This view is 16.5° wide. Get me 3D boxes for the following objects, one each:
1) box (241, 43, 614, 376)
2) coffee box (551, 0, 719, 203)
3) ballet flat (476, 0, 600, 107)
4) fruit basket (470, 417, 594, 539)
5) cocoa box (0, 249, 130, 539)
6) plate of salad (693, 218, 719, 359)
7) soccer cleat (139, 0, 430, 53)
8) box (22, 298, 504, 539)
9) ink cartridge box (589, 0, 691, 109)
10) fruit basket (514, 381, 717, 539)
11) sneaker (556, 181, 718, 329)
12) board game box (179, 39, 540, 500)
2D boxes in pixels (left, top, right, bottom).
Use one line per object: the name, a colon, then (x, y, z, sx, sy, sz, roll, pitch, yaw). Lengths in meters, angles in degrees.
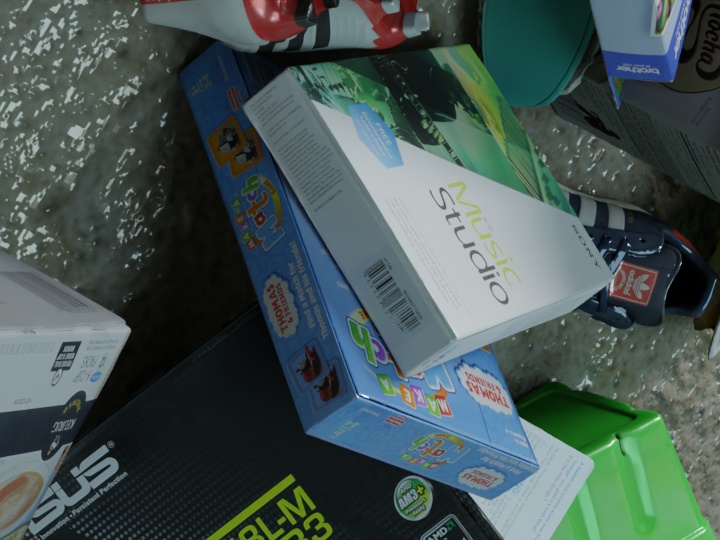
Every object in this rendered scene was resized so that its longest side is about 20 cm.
box: (0.038, -0.035, 1.167, 0.036, 0.145, 0.200, -35, 172, 25)
coffee box: (0.195, -0.102, 1.279, 0.113, 0.200, 0.080, -50, 141, -10)
ballet flat: (0.103, -0.179, 1.244, 0.072, 0.072, 0.201, -20, 129, -38)
fruit basket: (-0.007, 0.128, 1.254, 0.199, 0.094, 0.186, 29, 92, -24)
cocoa box: (-0.202, 0.049, 0.959, 0.132, 0.133, 0.200, -63, 167, 6)
plate of salad: (0.242, -0.042, 1.467, 0.201, 0.048, 0.200, -59, 167, -23)
soccer cleat: (-0.030, -0.132, 1.134, 0.200, 0.085, 0.069, -20, 106, -66)
box: (-0.050, 0.134, 1.169, 0.200, 0.048, 0.194, -36, 96, -1)
ink cartridge box: (0.136, -0.176, 1.183, 0.200, 0.042, 0.120, 69, 32, -59)
fruit basket: (0.105, 0.192, 1.410, 0.215, 0.155, 0.217, -11, 108, -39)
sneaker: (0.124, -0.005, 1.359, 0.199, 0.084, 0.075, -1, 115, -46)
board game box: (0.000, 0.000, 1.151, 0.037, 0.201, 0.151, -35, 147, 22)
